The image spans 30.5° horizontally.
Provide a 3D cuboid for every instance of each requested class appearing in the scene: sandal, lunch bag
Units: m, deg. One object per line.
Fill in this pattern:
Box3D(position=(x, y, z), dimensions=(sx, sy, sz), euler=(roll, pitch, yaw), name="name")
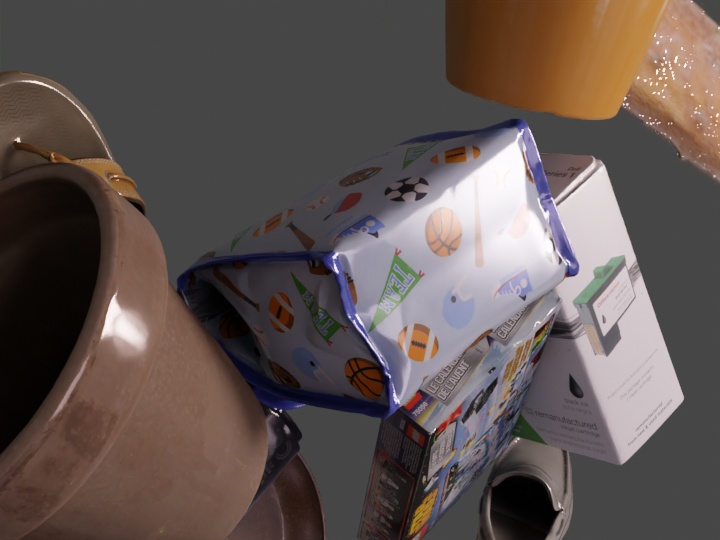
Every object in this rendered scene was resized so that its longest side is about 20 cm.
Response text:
Box3D(position=(-0.154, -0.026, 0.755), dimensions=(0.080, 0.054, 0.201), euler=(-41, 119, -29), name="sandal")
Box3D(position=(0.000, 0.000, 0.794), dimensions=(0.170, 0.199, 0.125), euler=(-33, 110, -33), name="lunch bag")

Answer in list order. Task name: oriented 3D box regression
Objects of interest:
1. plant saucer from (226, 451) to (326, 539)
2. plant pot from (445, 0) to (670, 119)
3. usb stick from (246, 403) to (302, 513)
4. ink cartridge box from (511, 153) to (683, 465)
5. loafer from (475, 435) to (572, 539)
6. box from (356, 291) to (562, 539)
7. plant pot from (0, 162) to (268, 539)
Box3D(position=(-0.107, 0.188, 0.835), dimensions=(0.199, 0.032, 0.202), euler=(-5, 97, -40), name="plant saucer")
Box3D(position=(0.136, -0.209, 0.907), dimensions=(0.199, 0.200, 0.185), euler=(-5, 114, -40), name="plant pot")
Box3D(position=(-0.111, 0.157, 0.788), dimensions=(0.200, 0.033, 0.056), euler=(-48, 114, -25), name="usb stick")
Box3D(position=(0.126, 0.023, 0.939), dimensions=(0.084, 0.146, 0.201), euler=(-39, 118, -28), name="ink cartridge box")
Box3D(position=(0.121, 0.171, 0.956), dimensions=(0.200, 0.069, 0.070), euler=(-65, 168, -57), name="loafer")
Box3D(position=(0.063, 0.104, 0.891), dimensions=(0.137, 0.040, 0.201), euler=(-42, 158, -30), name="box")
Box3D(position=(-0.140, 0.072, 0.687), dimensions=(0.174, 0.199, 0.201), euler=(40, 70, -40), name="plant pot")
